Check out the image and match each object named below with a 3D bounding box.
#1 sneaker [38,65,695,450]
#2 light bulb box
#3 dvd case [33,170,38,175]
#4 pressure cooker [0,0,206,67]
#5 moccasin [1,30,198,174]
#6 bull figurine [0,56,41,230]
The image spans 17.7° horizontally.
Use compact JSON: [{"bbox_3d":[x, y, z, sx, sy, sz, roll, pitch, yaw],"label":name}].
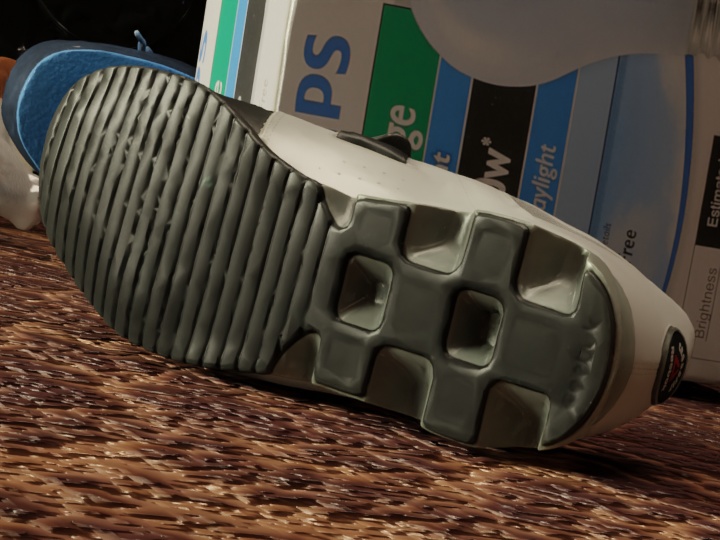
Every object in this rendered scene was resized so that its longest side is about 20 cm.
[{"bbox_3d":[0.000,0.000,0.635,0.199,0.075,0.088,25,11,30],"label":"sneaker"},{"bbox_3d":[0.051,-0.072,0.822,0.199,0.200,0.125,8,3,-18],"label":"light bulb box"},{"bbox_3d":[-0.247,-0.058,1.086,0.199,0.018,0.143,12,4,13],"label":"dvd case"},{"bbox_3d":[-0.155,-0.144,1.131,0.178,0.177,0.200,21,-7,-27],"label":"pressure cooker"},{"bbox_3d":[-0.060,-0.037,0.908,0.199,0.081,0.068,27,9,-36],"label":"moccasin"},{"bbox_3d":[-0.178,-0.066,0.944,0.199,0.066,0.121,20,14,35],"label":"bull figurine"}]
